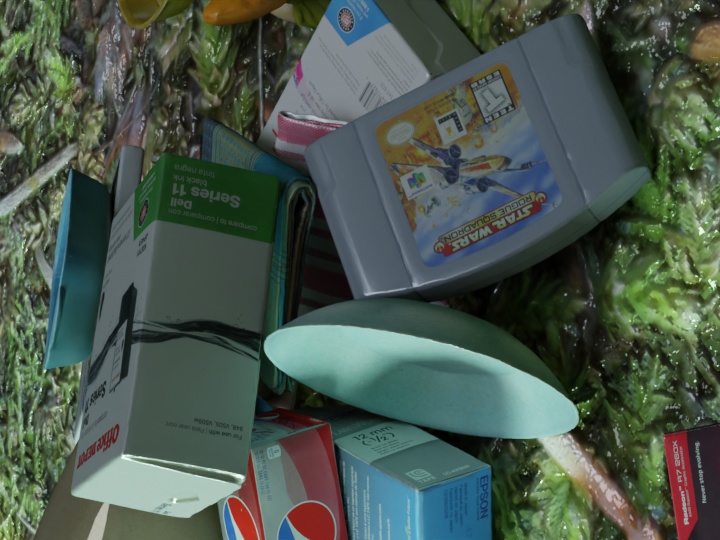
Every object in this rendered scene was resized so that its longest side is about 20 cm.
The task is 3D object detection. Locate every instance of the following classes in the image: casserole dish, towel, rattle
[{"bbox_3d":[-0.224,-0.001,1.433,0.200,0.039,0.121,-103,24,-63],"label":"casserole dish"},{"bbox_3d":[-0.077,-0.016,1.241,0.200,0.022,0.147,-141,54,-63],"label":"towel"},{"bbox_3d":[0.000,0.000,1.218,0.146,0.030,0.200,17,117,26],"label":"towel"},{"bbox_3d":[-0.056,-0.278,1.288,0.130,0.143,0.200,31,114,46],"label":"rattle"}]

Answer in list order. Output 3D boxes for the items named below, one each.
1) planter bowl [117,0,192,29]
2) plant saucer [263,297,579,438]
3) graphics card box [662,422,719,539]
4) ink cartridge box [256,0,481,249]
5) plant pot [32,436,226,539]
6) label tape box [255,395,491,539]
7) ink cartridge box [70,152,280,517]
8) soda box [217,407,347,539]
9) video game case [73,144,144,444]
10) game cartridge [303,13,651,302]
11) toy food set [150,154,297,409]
[{"bbox_3d":[-0.125,-0.284,1.414,0.200,0.083,0.201,-175,90,-65],"label":"planter bowl"},{"bbox_3d":[0.041,0.055,1.119,0.201,0.201,0.039,-11,58,53],"label":"plant saucer"},{"bbox_3d":[0.251,0.131,0.941,0.200,0.051,0.126,-19,74,51],"label":"graphics card box"},{"bbox_3d":[0.000,-0.095,1.263,0.115,0.068,0.200,56,130,32],"label":"ink cartridge box"},{"bbox_3d":[-0.144,0.175,1.275,0.187,0.187,0.200,15,95,52],"label":"plant pot"},{"bbox_3d":[0.006,0.172,1.231,0.200,0.066,0.144,25,124,53],"label":"label tape box"},{"bbox_3d":[-0.119,0.046,1.155,0.147,0.083,0.200,141,137,-63],"label":"ink cartridge box"},{"bbox_3d":[-0.047,0.198,1.205,0.070,0.063,0.200,11,113,57],"label":"soda box"},{"bbox_3d":[-0.209,0.024,1.493,0.182,0.022,0.200,122,155,-63],"label":"video game case"},{"bbox_3d":[0.071,-0.060,1.114,0.200,0.042,0.133,-26,62,14],"label":"game cartridge"},{"bbox_3d":[-0.114,0.021,1.375,0.143,0.060,0.200,12,95,29],"label":"toy food set"}]
